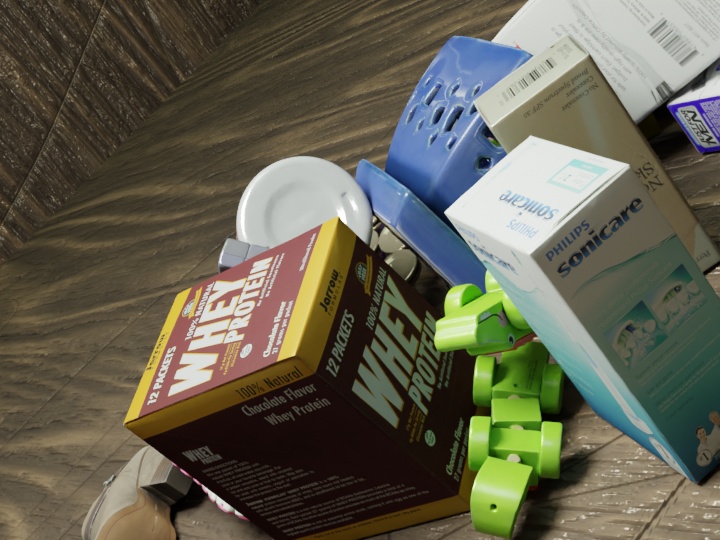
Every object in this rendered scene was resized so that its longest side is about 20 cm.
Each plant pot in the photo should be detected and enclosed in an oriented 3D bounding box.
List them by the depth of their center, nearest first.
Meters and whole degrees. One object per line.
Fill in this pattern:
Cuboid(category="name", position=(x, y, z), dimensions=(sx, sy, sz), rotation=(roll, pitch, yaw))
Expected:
Cuboid(category="plant pot", position=(0.117, -0.071, 1.125), dimensions=(0.180, 0.200, 0.200), rotation=(-47, 19, 1))

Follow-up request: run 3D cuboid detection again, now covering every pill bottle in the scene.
Cuboid(category="pill bottle", position=(-0.056, -0.018, 1.181), dimensions=(0.120, 0.120, 0.200), rotation=(-45, -7, -14))

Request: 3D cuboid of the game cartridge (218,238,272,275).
Cuboid(category="game cartridge", position=(-0.056, 0.045, 1.098), dimensions=(0.200, 0.129, 0.039), rotation=(98, -170, -63))

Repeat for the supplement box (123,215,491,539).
Cuboid(category="supplement box", position=(-0.035, 0.097, 0.995), dimensions=(0.196, 0.200, 0.133), rotation=(-23, 36, 38))

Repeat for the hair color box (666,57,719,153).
Cuboid(category="hair color box", position=(0.364, -0.164, 1.059), dimensions=(0.109, 0.065, 0.199), rotation=(-49, 23, -22))

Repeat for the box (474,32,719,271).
Cuboid(category="box", position=(0.183, -0.071, 0.986), dimensions=(0.095, 0.200, 0.078), rotation=(-37, 20, 10))

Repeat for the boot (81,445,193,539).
Cuboid(category="boot", position=(-0.238, 0.257, 1.265), dimensions=(0.146, 0.070, 0.200), rotation=(-26, 23, 50))

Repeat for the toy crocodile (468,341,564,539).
Cuboid(category="toy crocodile", position=(0.114, 0.114, 0.938), dimensions=(0.067, 0.062, 0.200), rotation=(3, 30, 8))

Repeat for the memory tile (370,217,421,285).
Cuboid(category="memory tile", position=(0.000, 0.000, 1.289), dimensions=(0.152, 0.017, 0.201), rotation=(-22, 42, 29))

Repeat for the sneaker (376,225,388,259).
Cuboid(category="sneaker", position=(-0.004, -0.024, 1.388), dimensions=(0.080, 0.083, 0.201), rotation=(-33, 20, 36))

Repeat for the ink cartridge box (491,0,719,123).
Cuboid(category="ink cartridge box", position=(0.234, -0.221, 1.120), dimensions=(0.200, 0.146, 0.084), rotation=(-41, 8, 44))

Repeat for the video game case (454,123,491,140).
Cuboid(category="video game case", position=(0.134, -0.139, 1.477), dimensions=(0.182, 0.023, 0.200), rotation=(-11, 35, 53))

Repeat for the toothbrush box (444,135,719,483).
Cuboid(category="toothbrush box", position=(0.162, 0.021, 0.834), dimensions=(0.085, 0.200, 0.146), rotation=(-41, 19, -4))

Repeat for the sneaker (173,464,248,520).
Cuboid(category="sneaker", position=(-0.115, 0.164, 1.185), dimensions=(0.088, 0.073, 0.200), rotation=(-63, 28, -3))

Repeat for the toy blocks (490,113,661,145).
Cuboid(category="toy blocks", position=(0.230, -0.172, 1.291), dimensions=(0.199, 0.100, 0.137), rotation=(-30, 11, 16))

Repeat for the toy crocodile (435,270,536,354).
Cuboid(category="toy crocodile", position=(0.120, 0.029, 0.974), dimensions=(0.067, 0.062, 0.200), rotation=(-13, 7, 32))
